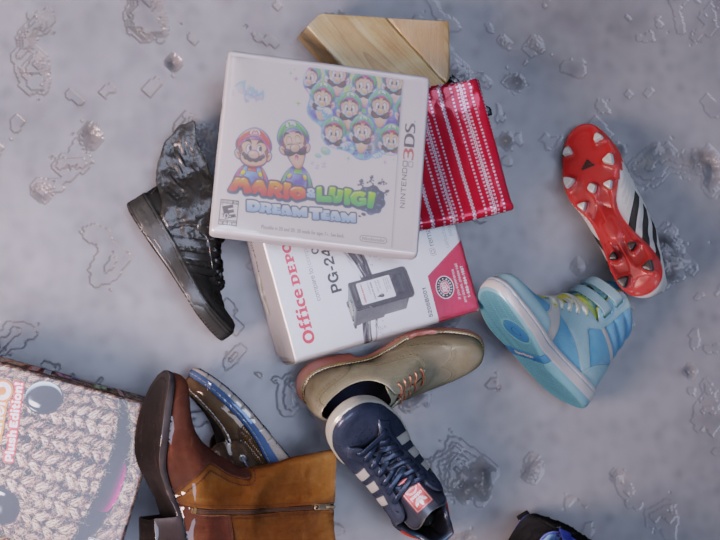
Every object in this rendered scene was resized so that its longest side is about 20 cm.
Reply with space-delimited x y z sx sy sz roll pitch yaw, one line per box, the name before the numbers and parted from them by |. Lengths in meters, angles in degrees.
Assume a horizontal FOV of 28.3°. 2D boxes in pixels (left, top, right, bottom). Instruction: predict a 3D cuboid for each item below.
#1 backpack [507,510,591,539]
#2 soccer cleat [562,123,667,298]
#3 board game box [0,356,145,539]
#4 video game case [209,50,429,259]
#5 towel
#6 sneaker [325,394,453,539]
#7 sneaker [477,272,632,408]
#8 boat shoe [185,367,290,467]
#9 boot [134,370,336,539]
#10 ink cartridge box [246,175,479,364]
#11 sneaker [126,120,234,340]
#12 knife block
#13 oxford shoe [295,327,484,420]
backpack | 0.222 0.369 1.451 0.200 0.135 0.183 32 83 -12
soccer cleat | 0.271 -0.061 1.511 0.068 0.085 0.201 -29 71 20
board game box | -0.309 0.176 1.359 0.199 0.097 0.160 16 85 -11
video game case | -0.037 -0.110 1.366 0.199 0.024 0.183 6 77 -8
towel | 0.041 -0.108 1.403 0.199 0.022 0.145 -11 80 -12
sneaker | 0.038 0.200 1.394 0.075 0.085 0.200 -40 131 -3
sneaker | 0.206 0.037 1.466 0.131 0.079 0.200 -51 130 -14
boat shoe | -0.116 0.186 1.413 0.072 0.072 0.200 -42 97 -9
boot | -0.107 0.185 1.343 0.199 0.068 0.189 -1 83 -30
ink cartridge box | 0.000 0.000 1.437 0.199 0.083 0.146 -16 91 -12
sneaker | -0.155 -0.039 1.417 0.104 0.060 0.200 -34 92 -6
knife block | 0.037 -0.168 1.460 0.199 0.064 0.176 2 87 -12
oxford shoe | 0.039 0.113 1.438 0.199 0.074 0.071 -17 119 -11
